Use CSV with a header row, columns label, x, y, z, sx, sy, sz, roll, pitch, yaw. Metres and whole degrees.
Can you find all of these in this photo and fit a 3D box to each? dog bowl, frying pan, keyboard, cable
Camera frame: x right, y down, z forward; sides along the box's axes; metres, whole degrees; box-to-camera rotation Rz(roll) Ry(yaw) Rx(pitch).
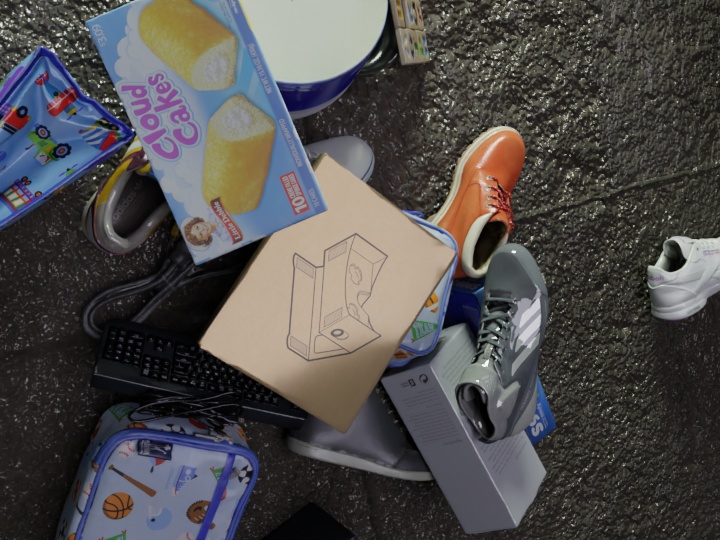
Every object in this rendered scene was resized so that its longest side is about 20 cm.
label,x,y,z,sx,sy,sz,roll,pitch,yaw
dog bowl,-0.079,-0.244,0.745,0.200,0.079,0.200,5,75,-19
frying pan,-0.025,-0.286,0.833,0.115,0.031,0.190,-29,93,-22
keyboard,-0.133,0.095,0.734,0.200,0.104,0.040,14,134,-17
cable,-0.172,-0.003,0.786,0.097,0.050,0.200,42,85,-18

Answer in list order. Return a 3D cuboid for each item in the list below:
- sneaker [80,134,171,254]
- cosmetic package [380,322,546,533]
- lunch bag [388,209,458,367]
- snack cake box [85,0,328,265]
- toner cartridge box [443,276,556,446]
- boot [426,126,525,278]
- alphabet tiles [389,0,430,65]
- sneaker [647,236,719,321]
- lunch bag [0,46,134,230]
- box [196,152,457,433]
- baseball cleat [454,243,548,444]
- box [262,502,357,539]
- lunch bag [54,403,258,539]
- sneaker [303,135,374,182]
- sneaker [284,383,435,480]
label,x,y,z,sx,sy,sz,roll,pitch,yaw
sneaker,-0.174,-0.101,0.739,0.075,0.090,0.200,31,81,-28
cosmetic package,0.115,0.170,0.892,0.101,0.071,0.200,-37,101,-51
lunch bag,0.000,0.000,0.825,0.200,0.076,0.160,22,65,-15
snack cake box,-0.116,-0.119,0.649,0.115,0.067,0.200,-23,99,-1
toner cartridge box,0.150,0.097,0.940,0.043,0.095,0.200,-31,110,-23
boot,0.144,-0.074,0.910,0.075,0.107,0.200,35,78,-26
alphabet tiles,0.038,-0.304,0.810,0.008,0.167,0.200,-8,103,15
sneaker,0.466,-0.015,1.112,0.200,0.075,0.100,-33,112,-22
lunch bag,-0.292,-0.065,0.643,0.094,0.151,0.200,46,74,-25
box,-0.025,0.023,0.739,0.163,0.021,0.200,35,84,-20
baseball cleat,0.142,0.074,0.824,0.106,0.070,0.200,-8,95,-50
box,-0.069,0.383,0.849,0.200,0.104,0.182,-34,110,-22
lunch bag,-0.184,0.222,0.756,0.160,0.076,0.200,18,101,-26
sneaker,-0.067,-0.083,0.750,0.200,0.071,0.073,-27,72,-26
sneaker,0.025,0.160,0.889,0.200,0.075,0.106,17,89,-28
